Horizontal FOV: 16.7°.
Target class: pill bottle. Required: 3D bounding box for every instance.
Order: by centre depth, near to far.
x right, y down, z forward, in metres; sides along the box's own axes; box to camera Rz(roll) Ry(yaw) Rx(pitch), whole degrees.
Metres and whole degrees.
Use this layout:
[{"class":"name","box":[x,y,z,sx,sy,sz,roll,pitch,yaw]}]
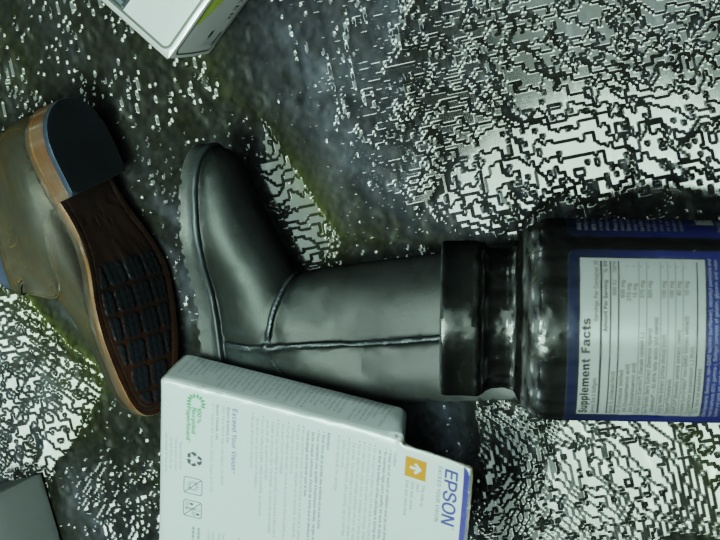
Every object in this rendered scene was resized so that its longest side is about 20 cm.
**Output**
[{"class":"pill bottle","box":[0.143,0.027,1.338,0.199,0.112,0.112,1,99,3]}]

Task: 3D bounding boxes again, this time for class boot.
[{"class":"boot","box":[0.000,0.001,1.438,0.200,0.066,0.165,-2,106,24]},{"class":"boot","box":[-0.180,-0.001,1.517,0.097,0.075,0.200,-15,92,40]}]

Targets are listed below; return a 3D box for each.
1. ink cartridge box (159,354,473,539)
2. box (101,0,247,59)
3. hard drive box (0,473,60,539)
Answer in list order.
[{"class":"ink cartridge box","box":[-0.025,0.162,1.459,0.200,0.041,0.200,15,121,19]},{"class":"box","box":[-0.142,-0.234,1.461,0.200,0.060,0.117,43,110,10]},{"class":"hard drive box","box":[-0.285,0.232,1.577,0.200,0.077,0.156,-14,93,23]}]
